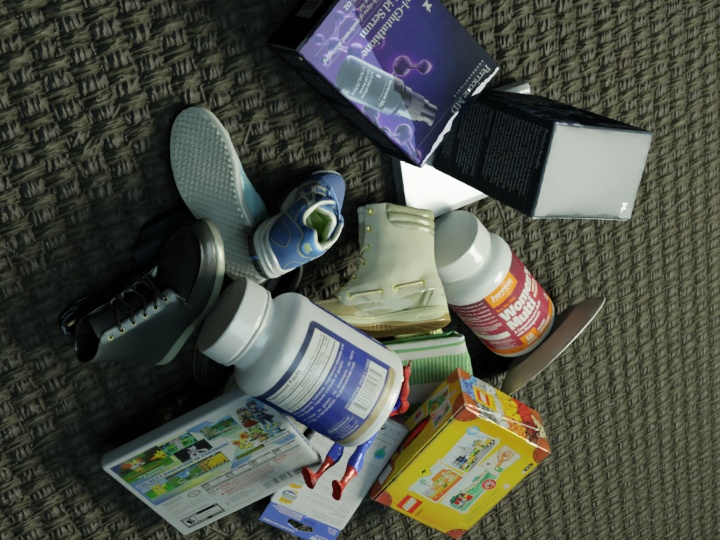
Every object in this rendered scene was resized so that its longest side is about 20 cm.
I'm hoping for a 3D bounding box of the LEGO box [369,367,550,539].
[{"bbox_3d":[0.128,0.248,1.242,0.149,0.077,0.200,30,116,-20],"label":"LEGO box"}]

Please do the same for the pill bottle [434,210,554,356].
[{"bbox_3d":[0.164,0.018,1.217,0.110,0.110,0.200,-48,127,-4],"label":"pill bottle"}]

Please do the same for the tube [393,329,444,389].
[{"bbox_3d":[0.085,0.100,1.248,0.058,0.052,0.200,-57,131,-40],"label":"tube"}]

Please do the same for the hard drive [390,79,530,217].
[{"bbox_3d":[0.132,-0.148,1.175,0.199,0.026,0.132,-22,121,-21],"label":"hard drive"}]

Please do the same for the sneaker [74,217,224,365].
[{"bbox_3d":[-0.220,0.031,0.974,0.106,0.075,0.200,-3,134,-46],"label":"sneaker"}]

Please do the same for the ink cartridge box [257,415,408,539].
[{"bbox_3d":[-0.039,0.261,1.231,0.119,0.042,0.200,29,97,-24],"label":"ink cartridge box"}]

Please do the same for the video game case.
[{"bbox_3d":[-0.167,0.223,1.089,0.200,0.022,0.182,-26,134,6],"label":"video game case"}]

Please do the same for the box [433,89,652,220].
[{"bbox_3d":[0.205,-0.138,1.083,0.148,0.200,0.107,0,112,-31],"label":"box"}]

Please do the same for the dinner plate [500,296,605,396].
[{"bbox_3d":[0.257,0.100,1.289,0.024,0.200,0.200,44,84,5],"label":"dinner plate"}]

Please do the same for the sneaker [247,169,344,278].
[{"bbox_3d":[-0.048,-0.054,1.024,0.076,0.077,0.200,66,28,-24],"label":"sneaker"}]

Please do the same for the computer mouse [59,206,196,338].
[{"bbox_3d":[-0.243,0.004,1.015,0.200,0.034,0.059,-44,127,-6],"label":"computer mouse"}]

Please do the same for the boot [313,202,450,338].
[{"bbox_3d":[0.000,0.000,1.104,0.199,0.072,0.155,-3,73,-9],"label":"boot"}]

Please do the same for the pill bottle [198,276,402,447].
[{"bbox_3d":[-0.065,0.094,0.995,0.200,0.120,0.120,33,92,-22],"label":"pill bottle"}]

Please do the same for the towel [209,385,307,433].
[{"bbox_3d":[-0.154,0.210,1.161,0.200,0.034,0.133,-49,127,-3],"label":"towel"}]

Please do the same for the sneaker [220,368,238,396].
[{"bbox_3d":[-0.070,0.129,1.099,0.199,0.093,0.071,-31,137,-31],"label":"sneaker"}]

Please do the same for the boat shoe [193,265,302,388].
[{"bbox_3d":[-0.133,0.057,1.090,0.067,0.057,0.200,26,96,-36],"label":"boat shoe"}]

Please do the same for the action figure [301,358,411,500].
[{"bbox_3d":[0.005,0.172,1.133,0.200,0.065,0.099,-46,144,-43],"label":"action figure"}]

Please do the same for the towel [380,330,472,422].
[{"bbox_3d":[0.080,0.174,1.253,0.152,0.023,0.201,-9,120,3],"label":"towel"}]

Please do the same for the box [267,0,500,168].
[{"bbox_3d":[0.026,-0.233,1.012,0.200,0.104,0.148,38,89,-28],"label":"box"}]

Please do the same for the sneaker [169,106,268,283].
[{"bbox_3d":[-0.149,-0.083,1.022,0.074,0.082,0.201,-16,103,9],"label":"sneaker"}]
